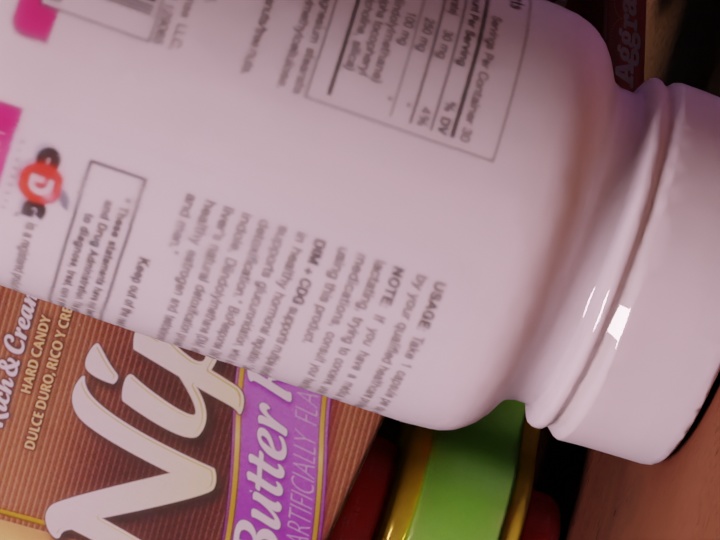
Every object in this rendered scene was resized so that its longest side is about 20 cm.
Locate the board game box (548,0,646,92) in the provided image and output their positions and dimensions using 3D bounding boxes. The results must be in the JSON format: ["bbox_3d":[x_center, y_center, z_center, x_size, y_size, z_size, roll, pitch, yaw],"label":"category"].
[{"bbox_3d":[0.054,-0.129,0.872,0.103,0.019,0.200,-15,67,51],"label":"board game box"}]

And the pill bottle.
[{"bbox_3d":[-0.004,-0.026,0.681,0.113,0.200,0.114,-161,90,-86],"label":"pill bottle"}]

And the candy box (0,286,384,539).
[{"bbox_3d":[-0.039,0.000,0.761,0.200,0.116,0.056,-64,5,-5],"label":"candy box"}]

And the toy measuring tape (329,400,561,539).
[{"bbox_3d":[0.036,0.045,0.781,0.074,0.073,0.200,-80,10,-67],"label":"toy measuring tape"}]

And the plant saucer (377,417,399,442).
[{"bbox_3d":[0.002,0.065,0.877,0.200,0.032,0.200,-43,-24,-24],"label":"plant saucer"}]
